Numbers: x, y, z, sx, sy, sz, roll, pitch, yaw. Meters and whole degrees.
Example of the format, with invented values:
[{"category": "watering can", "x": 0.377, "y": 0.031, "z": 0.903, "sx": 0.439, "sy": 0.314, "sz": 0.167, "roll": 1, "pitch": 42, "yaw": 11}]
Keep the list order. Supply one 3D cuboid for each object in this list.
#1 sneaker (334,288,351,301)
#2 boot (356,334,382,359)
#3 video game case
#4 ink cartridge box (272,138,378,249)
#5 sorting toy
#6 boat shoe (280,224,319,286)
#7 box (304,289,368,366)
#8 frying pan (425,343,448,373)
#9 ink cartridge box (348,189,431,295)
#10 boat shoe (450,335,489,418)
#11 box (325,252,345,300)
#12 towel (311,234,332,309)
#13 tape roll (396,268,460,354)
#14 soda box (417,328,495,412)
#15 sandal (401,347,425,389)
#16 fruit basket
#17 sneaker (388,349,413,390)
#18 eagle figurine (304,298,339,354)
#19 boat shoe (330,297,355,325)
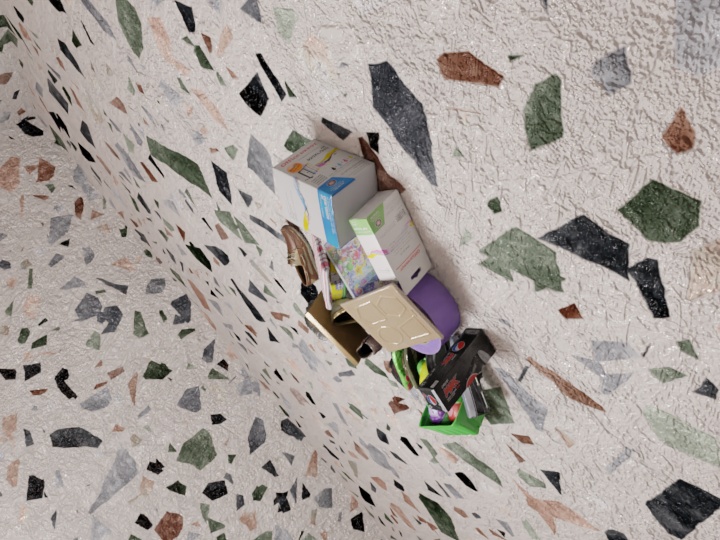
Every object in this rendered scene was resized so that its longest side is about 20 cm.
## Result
[{"category": "sneaker", "x": -0.032, "y": 0.093, "z": 1.653, "sx": 0.201, "sy": 0.074, "sz": 0.085, "roll": 48, "pitch": 168, "yaw": 19}, {"category": "boot", "x": 0.043, "y": 0.186, "z": 1.578, "sx": 0.070, "sy": 0.146, "sz": 0.201, "roll": 43, "pitch": 153, "yaw": 5}, {"category": "video game case", "x": 0.003, "y": -0.027, "z": 1.362, "sx": 0.143, "sy": 0.018, "sz": 0.203, "roll": -40, "pitch": 71, "yaw": 23}, {"category": "ink cartridge box", "x": -0.076, "y": -0.178, "z": 1.292, "sx": 0.197, "sy": 0.146, "sz": 0.148, "roll": 28, "pitch": 143, "yaw": 35}, {"category": "sorting toy", "x": 0.072, "y": 0.108, "z": 1.308, "sx": 0.197, "sy": 0.037, "sz": 0.185, "roll": -19, "pitch": 124, "yaw": 46}, {"category": "boat shoe", "x": -0.186, "y": -0.042, "z": 1.715, "sx": 0.075, "sy": 0.072, "sz": 0.203, "roll": 0, "pitch": 125, "yaw": 55}, {"category": "box", "x": -0.061, "y": 0.156, "z": 1.600, "sx": 0.021, "sy": 0.164, "sz": 0.200, "roll": -41, "pitch": 97, "yaw": 23}, {"category": "frying pan", "x": 0.213, "y": 0.224, "z": 1.432, "sx": 0.189, "sy": 0.030, "sz": 0.119, "roll": 169, "pitch": 104, "yaw": -69}, {"category": "ink cartridge box", "x": 0.070, "y": -0.060, "z": 1.259, "sx": 0.066, "sy": 0.117, "sz": 0.203, "roll": 1, "pitch": 127, "yaw": 50}, {"category": "boat shoe", "x": 0.271, "y": 0.256, "z": 1.401, "sx": 0.074, "sy": 0.066, "sz": 0.206, "roll": 84, "pitch": 171, "yaw": -83}, {"category": "box", "x": -0.068, "y": -0.028, "z": 1.526, "sx": 0.202, "sy": 0.047, "sz": 0.120, "roll": 89, "pitch": 170, "yaw": -54}, {"category": "towel", "x": -0.098, "y": -0.021, "z": 1.479, "sx": 0.149, "sy": 0.029, "sz": 0.204, "roll": 87, "pitch": 170, "yaw": -49}, {"category": "tape roll", "x": 0.141, "y": 0.099, "z": 1.390, "sx": 0.198, "sy": 0.085, "sz": 0.203, "roll": 37, "pitch": 151, "yaw": 25}, {"category": "soda box", "x": 0.221, "y": 0.225, "z": 1.300, "sx": 0.072, "sy": 0.200, "sz": 0.063, "roll": 54, "pitch": 152, "yaw": -14}, {"category": "sandal", "x": 0.143, "y": 0.260, "z": 1.592, "sx": 0.056, "sy": 0.080, "sz": 0.204, "roll": 22, "pitch": 143, "yaw": 32}, {"category": "fruit basket", "x": 0.219, "y": 0.342, "z": 1.534, "sx": 0.211, "sy": 0.158, "sz": 0.217, "roll": 23, "pitch": 155, "yaw": 12}, {"category": "sneaker", "x": 0.111, "y": 0.272, "z": 1.663, "sx": 0.082, "sy": 0.077, "sz": 0.204, "roll": 22, "pitch": 140, "yaw": 37}, {"category": "eagle figurine", "x": -0.083, "y": 0.147, "z": 1.746, "sx": 0.199, "sy": 0.152, "sz": 0.151, "roll": 42, "pitch": 173, "yaw": 1}, {"category": "boat shoe", "x": 0.006, "y": 0.108, "z": 1.539, "sx": 0.195, "sy": 0.068, "sz": 0.074, "roll": -18, "pitch": 131, "yaw": 27}]
